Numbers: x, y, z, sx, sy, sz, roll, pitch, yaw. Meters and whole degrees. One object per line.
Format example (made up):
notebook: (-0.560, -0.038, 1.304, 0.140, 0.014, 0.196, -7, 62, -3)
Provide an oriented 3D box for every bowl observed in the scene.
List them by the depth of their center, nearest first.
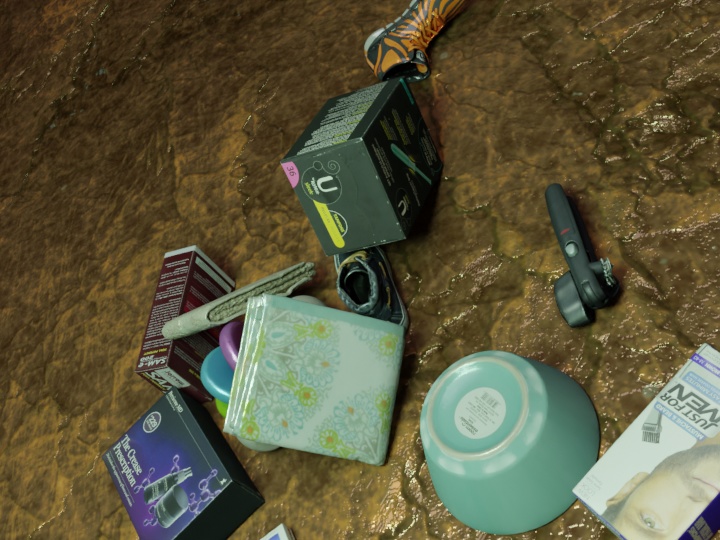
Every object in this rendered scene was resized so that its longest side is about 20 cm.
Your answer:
bowl: (0.143, 0.166, 0.962, 0.200, 0.105, 0.202, -19, 48, 22)

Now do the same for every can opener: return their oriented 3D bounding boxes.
can opener: (0.251, -0.030, 1.061, 0.078, 0.063, 0.201, -22, 49, 20)

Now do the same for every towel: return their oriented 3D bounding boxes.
towel: (-0.051, 0.127, 1.061, 0.048, 0.198, 0.173, 156, 127, -74)
towel: (-0.161, 0.043, 1.217, 0.199, 0.035, 0.132, -26, 3, -40)

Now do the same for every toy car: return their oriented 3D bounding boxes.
toy car: (-0.116, 0.114, 1.144, 0.199, 0.150, 0.176, -31, 46, 12)

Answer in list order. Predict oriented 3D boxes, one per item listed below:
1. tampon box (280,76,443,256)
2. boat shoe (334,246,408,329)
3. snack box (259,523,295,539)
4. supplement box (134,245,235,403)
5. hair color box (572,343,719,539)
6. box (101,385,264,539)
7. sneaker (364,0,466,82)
tampon box: (0.007, -0.142, 1.208, 0.125, 0.151, 0.200, -12, 28, 28)
boat shoe: (0.000, 0.000, 1.191, 0.071, 0.091, 0.201, -35, 45, 7)
snack box: (-0.153, 0.387, 1.056, 0.200, 0.024, 0.072, -38, 44, 5)
supplement box: (-0.248, 0.078, 1.291, 0.060, 0.109, 0.201, -13, 51, 25)
hair color box: (0.314, 0.181, 0.862, 0.200, 0.065, 0.109, -48, 45, -3)
box: (-0.234, 0.269, 1.165, 0.141, 0.079, 0.200, -43, 45, -4)
sneaker: (0.102, -0.365, 1.415, 0.200, 0.077, 0.113, -38, 48, 20)
